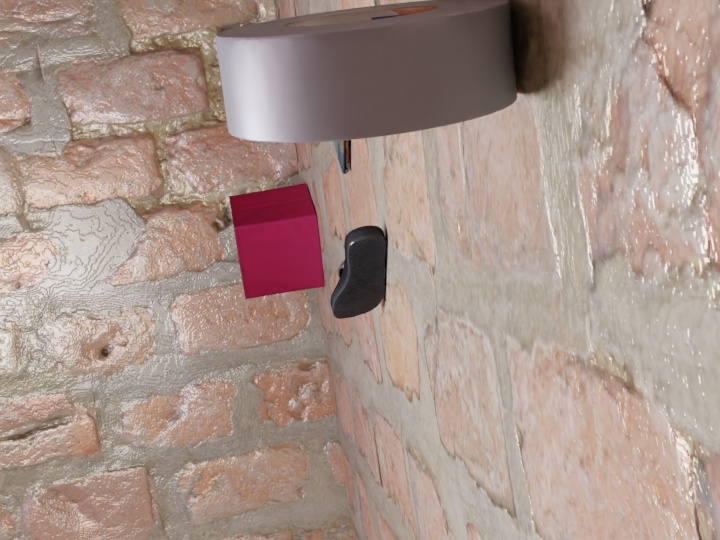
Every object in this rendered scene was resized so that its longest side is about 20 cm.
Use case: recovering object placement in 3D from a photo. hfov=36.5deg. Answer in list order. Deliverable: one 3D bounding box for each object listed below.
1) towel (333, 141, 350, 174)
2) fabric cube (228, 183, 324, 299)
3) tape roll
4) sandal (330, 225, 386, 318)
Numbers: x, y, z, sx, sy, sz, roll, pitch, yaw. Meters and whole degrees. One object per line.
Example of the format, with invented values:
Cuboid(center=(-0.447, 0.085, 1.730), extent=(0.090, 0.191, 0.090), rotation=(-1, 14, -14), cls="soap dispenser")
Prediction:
Cuboid(center=(-0.043, -0.277, 1.749), extent=(0.148, 0.021, 0.202), rotation=(89, 168, -56), cls="towel")
Cuboid(center=(-0.205, -0.073, 2.657), extent=(0.201, 0.196, 0.199), rotation=(-111, 12, -61), cls="fabric cube")
Cuboid(center=(0.004, -0.138, 0.733), extent=(0.200, 0.197, 0.067), rotation=(-120, 21, -72), cls="tape roll")
Cuboid(center=(0.001, 0.000, 1.535), extent=(0.201, 0.075, 0.043), rotation=(106, 154, -50), cls="sandal")
